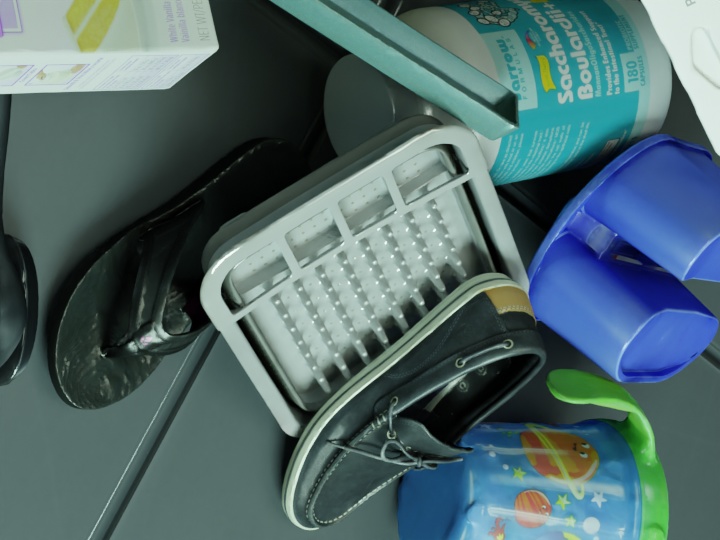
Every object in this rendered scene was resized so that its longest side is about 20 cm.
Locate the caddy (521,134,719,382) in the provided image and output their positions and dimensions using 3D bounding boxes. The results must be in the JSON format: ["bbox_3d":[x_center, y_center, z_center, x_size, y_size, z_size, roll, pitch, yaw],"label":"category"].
[{"bbox_3d":[0.174,-0.012,1.291,0.141,0.105,0.200,-52,158,14],"label":"caddy"}]

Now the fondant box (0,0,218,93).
[{"bbox_3d":[-0.181,-0.165,1.039,0.200,0.058,0.144,-6,77,-34],"label":"fondant box"}]

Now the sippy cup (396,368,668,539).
[{"bbox_3d":[0.098,0.150,1.281,0.130,0.140,0.178,11,81,-25],"label":"sippy cup"}]

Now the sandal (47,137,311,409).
[{"bbox_3d":[-0.096,-0.003,1.160,0.200,0.048,0.075,-47,121,-22],"label":"sandal"}]

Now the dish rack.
[{"bbox_3d":[0.000,0.000,1.174,0.172,0.044,0.200,-32,143,-4],"label":"dish rack"}]

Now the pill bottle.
[{"bbox_3d":[0.079,-0.105,1.233,0.200,0.111,0.111,-13,105,-34],"label":"pill bottle"}]

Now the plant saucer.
[{"bbox_3d":[-0.002,-0.132,1.117,0.200,0.070,0.019,33,108,-8],"label":"plant saucer"}]

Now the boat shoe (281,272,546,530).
[{"bbox_3d":[0.030,0.088,1.210,0.200,0.062,0.075,-45,143,17],"label":"boat shoe"}]

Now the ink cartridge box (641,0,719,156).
[{"bbox_3d":[0.217,-0.179,1.268,0.083,0.200,0.147,-24,119,14],"label":"ink cartridge box"}]

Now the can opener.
[{"bbox_3d":[-0.206,-0.037,1.078,0.063,0.079,0.200,-4,97,1],"label":"can opener"}]
